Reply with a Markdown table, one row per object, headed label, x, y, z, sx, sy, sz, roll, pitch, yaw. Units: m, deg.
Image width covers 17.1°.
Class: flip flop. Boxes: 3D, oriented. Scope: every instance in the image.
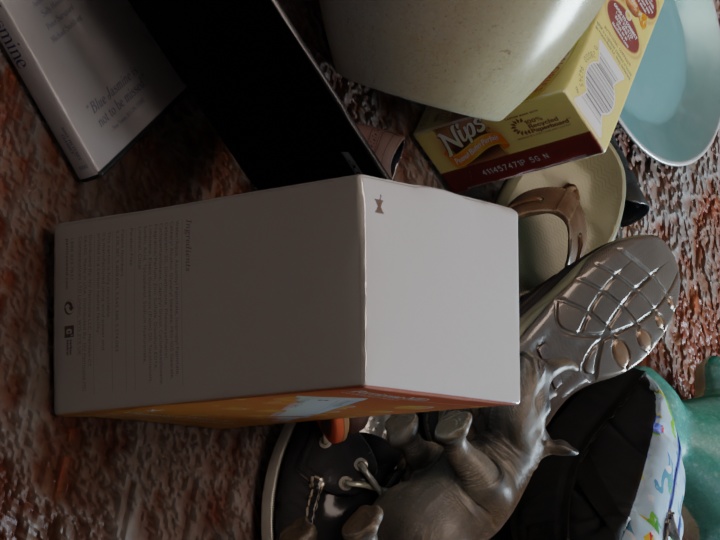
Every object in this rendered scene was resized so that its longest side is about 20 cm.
| label | x | y | z | sx | sy | sz | roll | pitch | yaw |
| --- | --- | --- | --- | --- | --- | --- | --- | --- | --- |
| flip flop | 0.099 | -0.010 | 1.436 | 0.081 | 0.058 | 0.200 | 50 | 60 | -6 |

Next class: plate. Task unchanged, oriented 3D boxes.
| label | x | y | z | sx | sy | sz | roll | pitch | yaw |
| --- | --- | --- | --- | --- | --- | --- | --- | --- | --- |
| plate | 0.197 | -0.170 | 1.684 | 0.200 | 0.025 | 0.202 | 22 | 61 | -47 |

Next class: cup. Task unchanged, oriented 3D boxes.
| label | x | y | z | sx | sy | sz | roll | pitch | yaw |
| --- | --- | --- | --- | --- | --- | --- | --- | --- | --- |
| cup | 0.054 | -0.168 | 1.381 | 0.200 | 0.199 | 0.144 | 6 | 102 | -52 |

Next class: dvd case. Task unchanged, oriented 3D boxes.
| label | x | y | z | sx | sy | sz | roll | pitch | yaw |
| --- | --- | --- | --- | --- | --- | --- | --- | --- | --- |
| dvd case | -0.150 | -0.165 | 1.229 | 0.201 | 0.017 | 0.143 | 61 | 40 | -19 |

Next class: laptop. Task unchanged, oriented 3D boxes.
| label | x | y | z | sx | sy | sz | roll | pitch | yaw |
| --- | --- | --- | --- | --- | --- | --- | --- | --- | --- |
| laptop | -0.051 | -0.135 | 1.216 | 0.178 | 0.103 | 0.201 | 57 | 25 | -25 |

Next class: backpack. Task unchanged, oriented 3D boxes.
| label | x | y | z | sx | sy | sz | roll | pitch | yaw |
| --- | --- | --- | --- | --- | --- | --- | --- | --- | --- |
| backpack | 0.115 | 0.140 | 1.385 | 0.154 | 0.162 | 0.201 | 57 | 33 | -37 |

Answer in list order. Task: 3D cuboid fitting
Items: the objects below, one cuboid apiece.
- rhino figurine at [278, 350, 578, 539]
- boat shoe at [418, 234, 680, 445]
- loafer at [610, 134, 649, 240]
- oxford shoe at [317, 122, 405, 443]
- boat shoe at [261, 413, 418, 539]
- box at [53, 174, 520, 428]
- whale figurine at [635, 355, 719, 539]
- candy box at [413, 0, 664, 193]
| label | x | y | z | sx | sy | sz | roll | pitch | yaw |
| --- | --- | --- | --- | --- | --- | --- | --- | --- | --- |
| rhino figurine | 0.049 | 0.113 | 1.265 | 0.200 | 0.060 | 0.088 | -43 | 125 | -24 |
| boat shoe | 0.102 | 0.037 | 1.377 | 0.199 | 0.073 | 0.075 | -34 | 115 | -31 |
| loafer | 0.150 | -0.046 | 1.533 | 0.068 | 0.070 | 0.202 | 99 | -5 | -72 |
| oxford shoe | 0.000 | 0.000 | 1.287 | 0.071 | 0.072 | 0.201 | 99 | -10 | -58 |
| boat shoe | -0.002 | 0.098 | 1.304 | 0.074 | 0.060 | 0.201 | 46 | 47 | -41 |
| box | -0.037 | 0.020 | 1.161 | 0.124 | 0.199 | 0.098 | 10 | 76 | -50 |
| whale figurine | 0.247 | 0.128 | 1.589 | 0.200 | 0.103 | 0.160 | 34 | 54 | -42 |
| candy box | 0.120 | -0.144 | 1.497 | 0.055 | 0.115 | 0.201 | 54 | 42 | -28 |
